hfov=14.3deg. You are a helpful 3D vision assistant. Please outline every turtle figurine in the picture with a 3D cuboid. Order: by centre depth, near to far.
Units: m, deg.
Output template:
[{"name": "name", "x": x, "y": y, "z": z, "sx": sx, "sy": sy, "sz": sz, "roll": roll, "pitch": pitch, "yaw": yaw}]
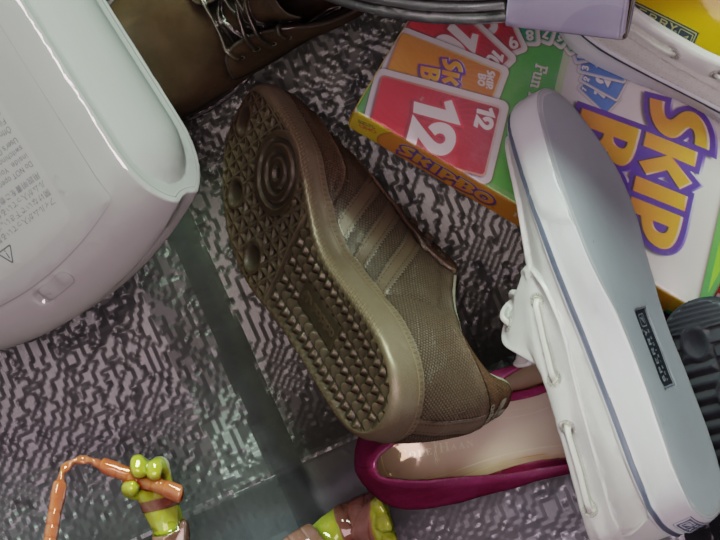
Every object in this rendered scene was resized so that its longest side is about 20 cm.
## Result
[{"name": "turtle figurine", "x": -0.053, "y": 0.169, "z": 1.311, "sx": 0.160, "sy": 0.064, "sz": 0.201, "roll": -15, "pitch": 83, "yaw": -4}]

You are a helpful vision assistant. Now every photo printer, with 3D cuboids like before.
[{"name": "photo printer", "x": -0.172, "y": -0.069, "z": 1.280, "sx": 0.166, "sy": 0.069, "sz": 0.201, "roll": -34, "pitch": 89, "yaw": 32}]

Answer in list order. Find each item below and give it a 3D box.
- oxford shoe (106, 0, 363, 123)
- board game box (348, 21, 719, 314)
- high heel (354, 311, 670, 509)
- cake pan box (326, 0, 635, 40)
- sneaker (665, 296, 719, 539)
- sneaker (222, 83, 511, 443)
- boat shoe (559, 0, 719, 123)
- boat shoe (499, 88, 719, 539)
[{"name": "oxford shoe", "x": -0.056, "y": -0.121, "z": 1.290, "sx": 0.199, "sy": 0.084, "sz": 0.073, "roll": -31, "pitch": 95, "yaw": 7}, {"name": "board game box", "x": 0.103, "y": -0.057, "z": 1.297, "sx": 0.199, "sy": 0.030, "sz": 0.096, "roll": 31, "pitch": 72, "yaw": -1}, {"name": "high heel", "x": 0.094, "y": 0.061, "z": 1.281, "sx": 0.199, "sy": 0.096, "sz": 0.068, "roll": -10, "pitch": 92, "yaw": 4}, {"name": "cake pan box", "x": 0.033, "y": -0.171, "z": 1.229, "sx": 0.183, "sy": 0.200, "sz": 0.053, "roll": 6, "pitch": 122, "yaw": 3}, {"name": "sneaker", "x": 0.187, "y": 0.099, "z": 1.285, "sx": 0.070, "sy": 0.082, "sz": 0.201, "roll": -2, "pitch": 107, "yaw": 45}, {"name": "sneaker", "x": 0.000, "y": 0.000, "z": 1.281, "sx": 0.071, "sy": 0.075, "sz": 0.201, "roll": -55, "pitch": 45, "yaw": 36}, {"name": "boat shoe", "x": 0.187, "y": -0.104, "z": 1.265, "sx": 0.201, "sy": 0.086, "sz": 0.075, "roll": 24, "pitch": 71, "yaw": 0}, {"name": "boat shoe", "x": 0.092, "y": 0.023, "z": 1.238, "sx": 0.065, "sy": 0.073, "sz": 0.201, "roll": -23, "pitch": 77, "yaw": 27}]
